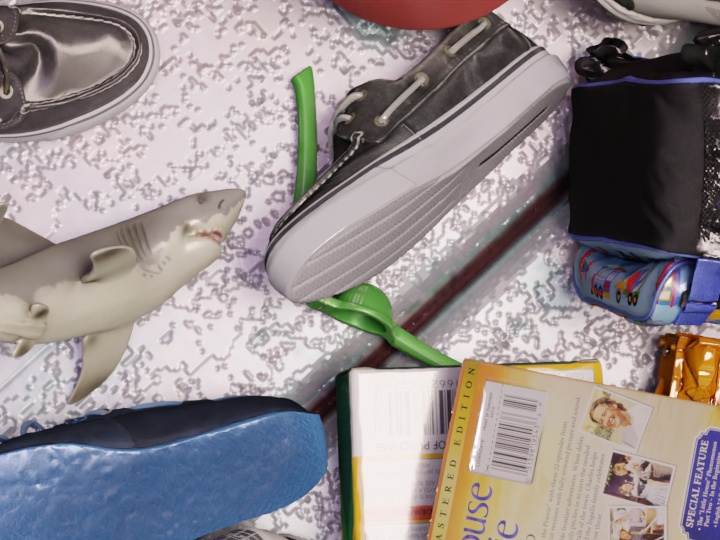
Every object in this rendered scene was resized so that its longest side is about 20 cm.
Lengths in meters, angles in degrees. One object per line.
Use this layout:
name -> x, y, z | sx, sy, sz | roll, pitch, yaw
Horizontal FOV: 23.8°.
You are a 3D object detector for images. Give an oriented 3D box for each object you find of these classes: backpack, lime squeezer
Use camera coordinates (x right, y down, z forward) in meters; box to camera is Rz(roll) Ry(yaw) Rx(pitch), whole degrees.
backpack -> 0.212, -0.041, 0.812 | 0.198, 0.183, 0.136 | 2, 95, -12
lime squeezer -> 0.000, 0.000, 0.862 | 0.070, 0.038, 0.201 | -35, 91, -38

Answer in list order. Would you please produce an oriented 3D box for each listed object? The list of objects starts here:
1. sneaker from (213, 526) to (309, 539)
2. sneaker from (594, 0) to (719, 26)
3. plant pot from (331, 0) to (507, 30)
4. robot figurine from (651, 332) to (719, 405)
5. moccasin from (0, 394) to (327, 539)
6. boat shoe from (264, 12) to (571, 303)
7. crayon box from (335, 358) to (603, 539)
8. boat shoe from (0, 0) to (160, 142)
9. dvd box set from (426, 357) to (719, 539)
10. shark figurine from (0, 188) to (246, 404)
sneaker -> -0.063, 0.223, 0.806 | 0.076, 0.080, 0.202 | 1, 81, 22
sneaker -> 0.191, -0.150, 0.835 | 0.199, 0.079, 0.075 | 11, 86, -25
plant pot -> 0.029, -0.212, 0.783 | 0.198, 0.177, 0.202 | -1, 73, 2
robot figurine -> 0.188, 0.137, 0.856 | 0.144, 0.058, 0.202 | 8, 86, -4
moccasin -> -0.115, 0.104, 0.811 | 0.198, 0.068, 0.081 | -5, 103, -22
boat shoe -> 0.017, -0.058, 0.835 | 0.071, 0.072, 0.200 | 42, 58, 15
crayon box -> 0.055, 0.147, 0.824 | 0.125, 0.052, 0.202 | -1, 84, -9
boat shoe -> -0.197, -0.099, 0.824 | 0.198, 0.066, 0.071 | -3, 88, -6
dvd box set -> 0.126, 0.127, 0.744 | 0.198, 0.029, 0.148 | 9, 84, 23
shark figurine -> -0.163, -0.007, 0.798 | 0.090, 0.214, 0.128 | 47, 114, 25
